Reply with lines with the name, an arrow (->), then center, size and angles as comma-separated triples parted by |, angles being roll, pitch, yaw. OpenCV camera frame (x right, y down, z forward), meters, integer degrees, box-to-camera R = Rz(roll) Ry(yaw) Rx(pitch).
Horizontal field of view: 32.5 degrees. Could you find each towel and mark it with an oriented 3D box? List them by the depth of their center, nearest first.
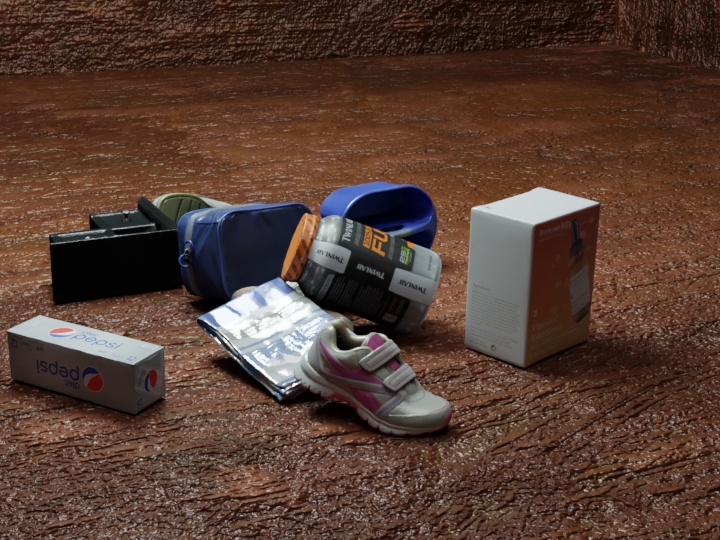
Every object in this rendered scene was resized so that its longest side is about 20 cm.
towel -> -0.101, 0.082, 1.591 | 0.147, 0.024, 0.200 | -28, 44, -29

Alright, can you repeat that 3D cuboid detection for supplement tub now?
supplement tub -> 0.000, 0.000, 1.699 | 0.200, 0.123, 0.123 | 20, 17, -10

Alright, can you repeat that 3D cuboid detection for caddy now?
caddy -> 0.030, -0.064, 1.942 | 0.200, 0.142, 0.105 | -13, 19, -35

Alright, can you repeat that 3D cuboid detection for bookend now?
bookend -> -0.396, -0.036, 1.901 | 0.198, 0.092, 0.200 | -8, 20, -24

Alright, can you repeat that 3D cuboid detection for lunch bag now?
lunch bag -> -0.176, -0.028, 1.817 | 0.200, 0.136, 0.132 | -8, 7, -38

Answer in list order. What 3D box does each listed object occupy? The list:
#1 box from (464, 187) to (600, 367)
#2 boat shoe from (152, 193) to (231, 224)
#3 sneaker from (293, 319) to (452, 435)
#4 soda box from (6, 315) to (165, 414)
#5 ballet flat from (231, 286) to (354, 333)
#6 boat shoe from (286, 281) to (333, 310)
box -> 0.231, 0.006, 1.663 | 0.152, 0.201, 0.106 | -18, 27, -42
boat shoe -> -0.279, -0.090, 2.069 | 0.068, 0.075, 0.200 | 13, 1, 40
sneaker -> 0.019, 0.124, 1.454 | 0.200, 0.088, 0.081 | 24, 25, 13
soda box -> -0.336, 0.114, 1.515 | 0.200, 0.068, 0.063 | 11, 23, 26
ballet flat -> -0.106, 0.069, 1.670 | 0.200, 0.068, 0.067 | 10, 28, 28
boat shoe -> -0.046, 0.026, 1.797 | 0.064, 0.071, 0.200 | 12, 30, 30
